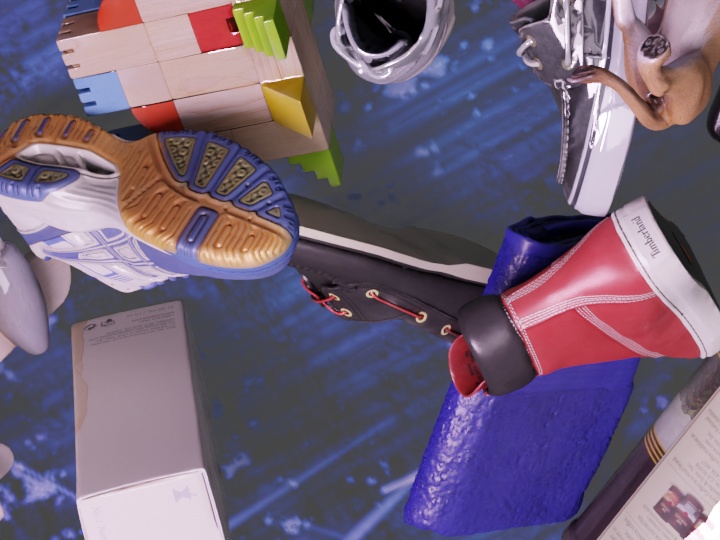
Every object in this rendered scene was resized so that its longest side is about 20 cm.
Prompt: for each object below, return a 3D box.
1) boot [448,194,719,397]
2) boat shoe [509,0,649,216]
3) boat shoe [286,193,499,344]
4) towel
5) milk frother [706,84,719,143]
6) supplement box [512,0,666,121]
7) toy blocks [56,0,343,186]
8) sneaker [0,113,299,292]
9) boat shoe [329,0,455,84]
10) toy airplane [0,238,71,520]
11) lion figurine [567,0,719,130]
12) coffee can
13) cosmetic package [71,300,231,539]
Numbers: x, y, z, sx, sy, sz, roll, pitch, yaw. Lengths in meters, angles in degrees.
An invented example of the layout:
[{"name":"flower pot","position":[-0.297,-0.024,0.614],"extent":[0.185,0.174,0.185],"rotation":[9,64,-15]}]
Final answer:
[{"name":"boot","position":[0.125,0.032,1.225],"extent":[0.144,0.073,0.200],"rotation":[-31,158,12]},{"name":"boat shoe","position":[0.113,-0.128,1.141],"extent":[0.071,0.072,0.201],"rotation":[5,107,3]},{"name":"boat shoe","position":[0.001,0.001,1.246],"extent":[0.201,0.074,0.063],"rotation":[16,106,-39]},{"name":"towel","position":[0.105,0.060,1.302],"extent":[0.147,0.050,0.201],"rotation":[0,117,-42]},{"name":"milk frother","position":[0.295,-0.078,1.204],"extent":[0.180,0.200,0.189],"rotation":[21,111,-12]},{"name":"supplement box","position":[0.117,-0.193,1.189],"extent":[0.110,0.086,0.200],"rotation":[-43,113,13]},{"name":"toy blocks","position":[-0.100,-0.128,1.197],"extent":[0.136,0.100,0.200],"rotation":[-10,126,12]},{"name":"sneaker","position":[-0.110,-0.027,1.187],"extent":[0.075,0.200,0.088],"rotation":[-53,143,-28]},{"name":"boat shoe","position":[0.012,-0.143,1.152],"extent":[0.070,0.201,0.072],"rotation":[31,66,4]},{"name":"toy airplane","position":[-0.255,0.059,1.203],"extent":[0.199,0.201,0.141],"rotation":[15,157,-29]},{"name":"lion figurine","position":[0.175,-0.131,1.101],"extent":[0.200,0.072,0.123],"rotation":[-46,147,-16]},{"name":"coffee can","position":[0.238,0.129,1.319],"extent":[0.146,0.146,0.200],"rotation":[31,106,-19]},{"name":"cosmetic package","position":[-0.117,0.110,1.238],"extent":[0.073,0.200,0.104],"rotation":[-12,116,-2]}]
